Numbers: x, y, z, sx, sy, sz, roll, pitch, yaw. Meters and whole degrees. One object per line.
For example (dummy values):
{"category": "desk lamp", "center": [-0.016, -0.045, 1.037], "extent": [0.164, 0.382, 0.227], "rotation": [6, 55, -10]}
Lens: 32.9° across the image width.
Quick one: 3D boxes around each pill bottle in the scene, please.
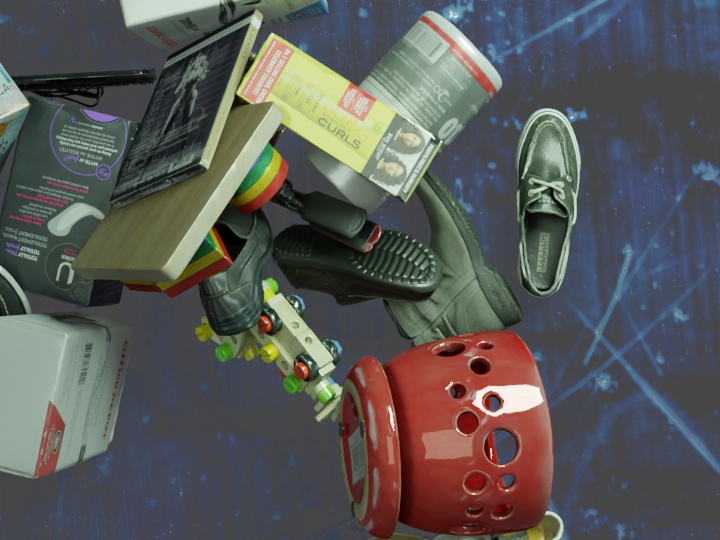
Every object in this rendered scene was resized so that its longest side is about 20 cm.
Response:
{"category": "pill bottle", "center": [0.043, -0.162, 1.283], "extent": [0.114, 0.114, 0.200], "rotation": [44, 94, 3]}

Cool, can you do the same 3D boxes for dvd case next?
{"category": "dvd case", "center": [-0.176, -0.164, 1.240], "extent": [0.148, 0.016, 0.202], "rotation": [-17, 47, 41]}

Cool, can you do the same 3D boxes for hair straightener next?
{"category": "hair straightener", "center": [-0.068, -0.084, 1.286], "extent": [0.199, 0.077, 0.041], "rotation": [32, 82, 34]}

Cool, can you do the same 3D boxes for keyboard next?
{"category": "keyboard", "center": [-0.316, -0.195, 1.324], "extent": [0.197, 0.104, 0.040], "rotation": [-2, 100, 3]}

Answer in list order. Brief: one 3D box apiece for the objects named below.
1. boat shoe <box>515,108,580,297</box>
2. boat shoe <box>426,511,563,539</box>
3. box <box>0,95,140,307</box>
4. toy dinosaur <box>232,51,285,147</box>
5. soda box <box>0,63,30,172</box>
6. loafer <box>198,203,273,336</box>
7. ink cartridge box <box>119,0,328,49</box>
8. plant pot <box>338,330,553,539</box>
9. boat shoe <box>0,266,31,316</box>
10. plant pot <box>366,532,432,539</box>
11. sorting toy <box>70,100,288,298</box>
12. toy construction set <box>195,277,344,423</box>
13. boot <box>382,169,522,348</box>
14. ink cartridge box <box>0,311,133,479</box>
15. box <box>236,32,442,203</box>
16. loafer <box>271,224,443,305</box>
{"category": "boat shoe", "center": [0.200, -0.072, 1.294], "extent": [0.070, 0.064, 0.203], "rotation": [1, 90, 5]}
{"category": "boat shoe", "center": [0.126, 0.292, 1.250], "extent": [0.198, 0.070, 0.072], "rotation": [-12, 72, -30]}
{"category": "box", "center": [-0.309, -0.072, 1.318], "extent": [0.121, 0.106, 0.203], "rotation": [14, 92, 7]}
{"category": "toy dinosaur", "center": [-0.139, -0.160, 1.325], "extent": [0.105, 0.061, 0.201], "rotation": [30, 124, -5]}
{"category": "soda box", "center": [-0.412, -0.139, 1.287], "extent": [0.063, 0.200, 0.069], "rotation": [-35, 86, -36]}
{"category": "loafer", "center": [-0.133, -0.026, 1.267], "extent": [0.072, 0.201, 0.073], "rotation": [-16, 130, 8]}
{"category": "ink cartridge box", "center": [-0.144, -0.302, 1.282], "extent": [0.197, 0.146, 0.086], "rotation": [-12, 89, 6]}
{"category": "plant pot", "center": [0.077, 0.165, 1.220], "extent": [0.180, 0.200, 0.204], "rotation": [-2, 90, -12]}
{"category": "boat shoe", "center": [-0.392, 0.076, 1.294], "extent": [0.073, 0.061, 0.202], "rotation": [16, 134, 10]}
{"category": "plant pot", "center": [0.035, 0.396, 1.266], "extent": [0.199, 0.200, 0.135], "rotation": [36, 130, 4]}
{"category": "sorting toy", "center": [-0.167, -0.061, 1.206], "extent": [0.070, 0.198, 0.201], "rotation": [44, 65, -29]}
{"category": "toy construction set", "center": [-0.081, 0.089, 1.295], "extent": [0.199, 0.131, 0.092], "rotation": [39, 49, 3]}
{"category": "boot", "center": [0.075, 0.003, 1.308], "extent": [0.130, 0.068, 0.202], "rotation": [-30, 86, 10]}
{"category": "ink cartridge box", "center": [-0.319, 0.123, 1.275], "extent": [0.082, 0.200, 0.149], "rotation": [12, 91, 8]}
{"category": "box", "center": [-0.020, -0.150, 1.204], "extent": [0.199, 0.050, 0.076], "rotation": [34, 93, 2]}
{"category": "loafer", "center": [0.000, 0.000, 1.298], "extent": [0.198, 0.072, 0.073], "rotation": [13, 48, 28]}
